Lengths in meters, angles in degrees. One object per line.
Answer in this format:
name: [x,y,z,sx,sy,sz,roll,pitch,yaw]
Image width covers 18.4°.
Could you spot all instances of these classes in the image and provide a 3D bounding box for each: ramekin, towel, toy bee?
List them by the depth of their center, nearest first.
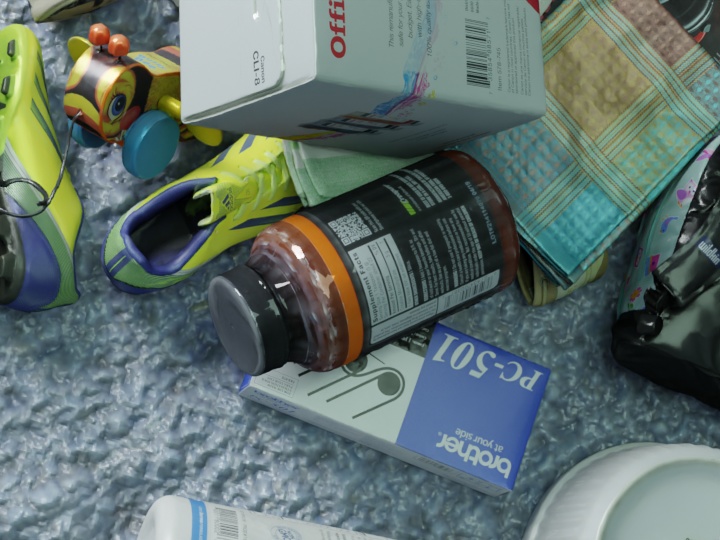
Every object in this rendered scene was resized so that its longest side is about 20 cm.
toy bee: [-0.150,-0.113,1.465,0.130,0.109,0.200,18,32,7]
ramekin: [0.217,0.213,1.534,0.199,0.105,0.201,3,77,-15]
towel: [-0.007,-0.150,1.540,0.152,0.023,0.201,-13,88,-40]
towel: [0.161,-0.106,1.557,0.147,0.022,0.200,46,76,-3]

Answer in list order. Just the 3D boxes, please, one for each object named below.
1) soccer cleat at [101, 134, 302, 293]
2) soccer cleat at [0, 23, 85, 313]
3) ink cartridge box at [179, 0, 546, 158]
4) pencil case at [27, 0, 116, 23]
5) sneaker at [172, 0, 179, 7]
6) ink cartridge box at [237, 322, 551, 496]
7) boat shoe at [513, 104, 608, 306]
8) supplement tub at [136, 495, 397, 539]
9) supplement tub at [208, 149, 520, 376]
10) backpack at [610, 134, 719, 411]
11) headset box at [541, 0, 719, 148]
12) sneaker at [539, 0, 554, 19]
soccer cleat: [-0.088,-0.051,1.514,0.200,0.084,0.065,-36,88,-20]
soccer cleat: [-0.226,-0.068,1.511,0.083,0.065,0.201,11,68,-43]
ink cartridge box: [-0.001,-0.165,1.438,0.199,0.144,0.146,7,77,-40]
pencil case: [-0.219,-0.266,1.534,0.089,0.078,0.201,-26,83,22]
sneaker: [-0.096,-0.242,1.572,0.115,0.081,0.200,-37,96,-23]
ink cartridge box: [0.025,0.077,1.543,0.199,0.044,0.094,22,74,-9]
boat shoe: [0.107,-0.074,1.588,0.063,0.073,0.201,-26,92,-24]
supplement tub: [-0.050,0.227,1.444,0.199,0.132,0.133,14,74,-12]
supplement tub: [0.000,0.000,1.475,0.199,0.107,0.107,-24,84,-23]
backpack: [0.263,-0.008,1.586,0.166,0.126,0.201,25,71,-21]
headset box: [0.204,-0.167,1.631,0.149,0.075,0.200,45,70,-2]
sneaker: [0.112,-0.235,1.576,0.200,0.080,0.075,-46,133,-18]
